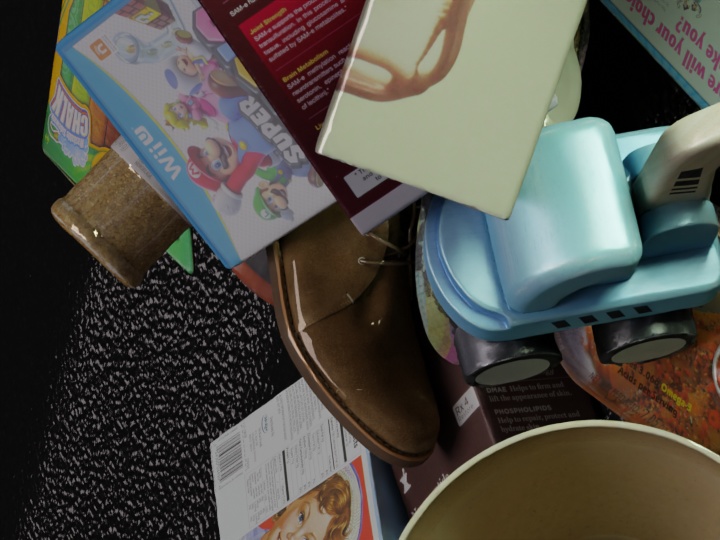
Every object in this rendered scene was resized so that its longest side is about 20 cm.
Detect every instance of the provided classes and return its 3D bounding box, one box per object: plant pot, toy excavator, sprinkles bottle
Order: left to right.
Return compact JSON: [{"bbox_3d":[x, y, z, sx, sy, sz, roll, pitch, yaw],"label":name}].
[{"bbox_3d":[-0.084,-0.083,1.579,0.200,0.068,0.068,-47,38,-3],"label":"sprinkles bottle"},{"bbox_3d":[0.113,0.170,1.289,0.134,0.200,0.201,27,-122,-81],"label":"plant pot"},{"bbox_3d":[0.125,-0.032,1.221,0.200,0.194,0.100,92,168,-73],"label":"toy excavator"}]

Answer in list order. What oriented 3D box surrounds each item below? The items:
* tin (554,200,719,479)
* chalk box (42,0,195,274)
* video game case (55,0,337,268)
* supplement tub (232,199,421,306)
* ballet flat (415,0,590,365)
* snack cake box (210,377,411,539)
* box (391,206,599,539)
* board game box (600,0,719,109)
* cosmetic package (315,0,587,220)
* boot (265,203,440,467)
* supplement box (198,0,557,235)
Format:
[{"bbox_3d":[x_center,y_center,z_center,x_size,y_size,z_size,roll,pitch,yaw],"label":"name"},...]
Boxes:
[{"bbox_3d":[0.152,0.022,1.326,0.200,0.042,0.112,40,129,52],"label":"tin"},{"bbox_3d":[-0.109,-0.100,1.677,0.124,0.124,0.200,39,125,52],"label":"chalk box"},{"bbox_3d":[-0.041,-0.098,1.339,0.200,0.018,0.143,-31,101,41],"label":"video game case"},{"bbox_3d":[0.002,-0.072,1.508,0.107,0.107,0.200,65,143,34],"label":"supplement tub"},{"bbox_3d":[0.073,-0.051,1.368,0.071,0.069,0.201,7,85,64],"label":"ballet flat"},{"bbox_3d":[-0.012,0.151,1.499,0.115,0.067,0.200,-35,41,25],"label":"snack cake box"},{"bbox_3d":[0.063,0.074,1.448,0.100,0.075,0.200,-55,45,47],"label":"box"},{"bbox_3d":[0.176,-0.144,1.276,0.200,0.034,0.135,54,136,43],"label":"board game box"},{"bbox_3d":[0.054,-0.131,1.157,0.103,0.087,0.200,-78,7,-84],"label":"cosmetic package"},{"bbox_3d":[0.000,0.000,1.409,0.075,0.074,0.200,-32,75,34],"label":"boot"},{"bbox_3d":[-0.012,-0.129,1.239,0.200,0.109,0.061,56,-173,-9],"label":"supplement box"}]
